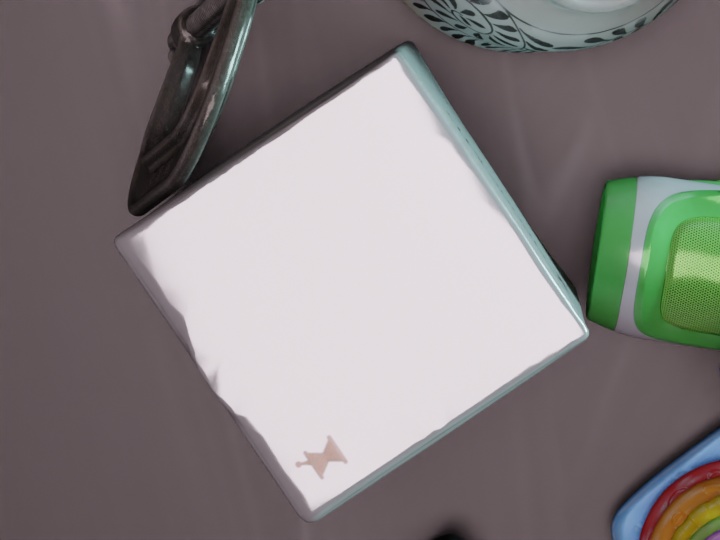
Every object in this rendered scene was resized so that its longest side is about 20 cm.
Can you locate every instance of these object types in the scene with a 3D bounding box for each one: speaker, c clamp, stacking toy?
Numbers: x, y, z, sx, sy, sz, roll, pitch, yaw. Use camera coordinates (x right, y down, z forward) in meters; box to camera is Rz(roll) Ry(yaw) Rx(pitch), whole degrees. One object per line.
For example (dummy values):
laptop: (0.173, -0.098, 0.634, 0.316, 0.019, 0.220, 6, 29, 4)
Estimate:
speaker: (0.220, 0.004, 1.497, 0.200, 0.088, 0.089, 8, 96, 2)
c clamp: (-0.079, -0.109, 1.427, 0.027, 0.200, 0.171, 23, 84, -12)
stacking toy: (0.195, 0.156, 1.454, 0.110, 0.200, 0.116, -40, 93, 5)

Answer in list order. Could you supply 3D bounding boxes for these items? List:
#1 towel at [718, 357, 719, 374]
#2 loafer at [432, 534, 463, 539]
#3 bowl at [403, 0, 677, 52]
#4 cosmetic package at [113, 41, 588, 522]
towel: (0.285, 0.070, 1.459, 0.148, 0.050, 0.200, -32, 123, 14)
loafer: (0.003, 0.232, 1.537, 0.200, 0.073, 0.072, -44, 96, 7)
bowl: (0.108, -0.185, 1.440, 0.201, 0.094, 0.201, -7, 118, -14)
cosmetic package: (0.000, 0.000, 1.449, 0.166, 0.200, 0.167, -34, 94, 5)
